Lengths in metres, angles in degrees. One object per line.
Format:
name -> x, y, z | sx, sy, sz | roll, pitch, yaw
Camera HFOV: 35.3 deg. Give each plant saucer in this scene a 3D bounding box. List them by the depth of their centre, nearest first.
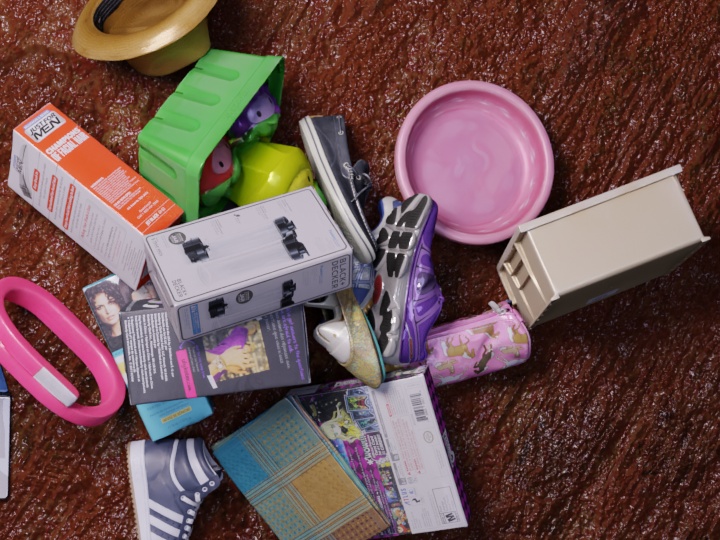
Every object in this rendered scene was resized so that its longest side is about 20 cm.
plant saucer -> 0.135, -0.128, 1.379 | 0.200, 0.051, 0.201 | 2, 82, -13

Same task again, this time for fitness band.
fitness band -> -0.350, 0.093, 1.291 | 0.037, 0.144, 0.200 | -40, 100, 14

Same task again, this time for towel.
towel -> -0.074, 0.257, 1.362 | 0.147, 0.022, 0.200 | -34, 97, 27

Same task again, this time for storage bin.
storage bin -> 0.281, -0.020, 1.346 | 0.199, 0.199, 0.094 | -21, 78, -6

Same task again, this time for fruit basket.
fruit basket -> -0.126, -0.129, 1.286 | 0.215, 0.156, 0.216 | 4, 56, -6

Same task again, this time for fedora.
fedora -> -0.232, -0.282, 1.297 | 0.200, 0.201, 0.082 | -36, 133, -5

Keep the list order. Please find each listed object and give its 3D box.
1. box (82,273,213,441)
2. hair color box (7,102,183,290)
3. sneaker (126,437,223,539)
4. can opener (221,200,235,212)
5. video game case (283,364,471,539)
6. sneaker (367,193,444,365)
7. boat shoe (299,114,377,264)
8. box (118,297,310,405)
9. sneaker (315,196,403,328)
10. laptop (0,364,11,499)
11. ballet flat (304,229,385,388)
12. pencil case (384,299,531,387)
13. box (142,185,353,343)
box -> -0.251, 0.094, 1.351 | 0.082, 0.049, 0.200 | -25, 96, -6
hair color box -> -0.302, -0.082, 1.280 | 0.200, 0.111, 0.064 | 38, 54, 4
sneaker -> -0.212, 0.296, 1.355 | 0.108, 0.070, 0.201 | -9, 91, -5
can opener -> -0.142, -0.019, 1.369 | 0.067, 0.053, 0.201 | -20, 95, -39
video game case -> 0.021, 0.222, 1.349 | 0.181, 0.036, 0.201 | -13, 104, 20
sneaker -> 0.061, 0.011, 1.320 | 0.083, 0.081, 0.201 | 9, 93, -29
boat shoe -> -0.015, -0.102, 1.337 | 0.062, 0.075, 0.200 | -18, 68, -8
box -> -0.162, 0.079, 1.274 | 0.199, 0.122, 0.106 | -6, 95, -7
sneaker -> 0.000, 0.000, 1.376 | 0.088, 0.075, 0.200 | 40, 79, 1
laptop -> -0.503, 0.173, 1.288 | 0.187, 0.116, 0.201 | 2, 92, -7
ballet flat -> -0.031, 0.045, 1.294 | 0.070, 0.071, 0.201 | -16, 81, -7
pencil case -> 0.104, 0.097, 1.382 | 0.199, 0.083, 0.087 | -16, 95, -6
box -> -0.119, -0.009, 1.212 | 0.199, 0.117, 0.060 | -19, 139, -18
